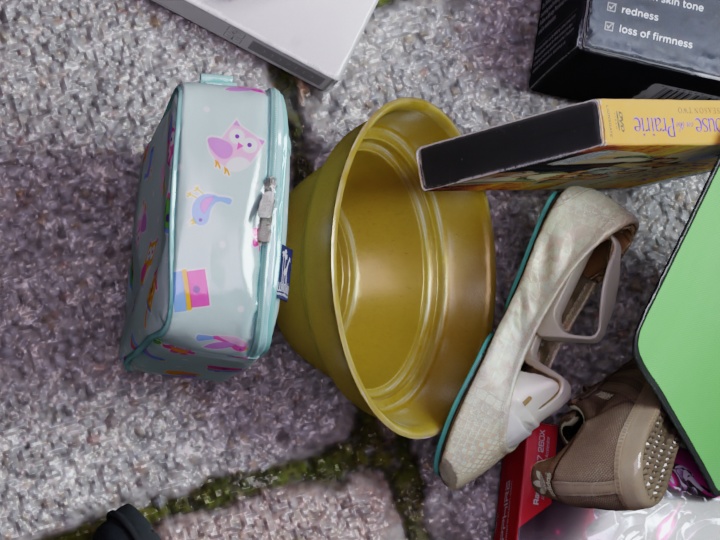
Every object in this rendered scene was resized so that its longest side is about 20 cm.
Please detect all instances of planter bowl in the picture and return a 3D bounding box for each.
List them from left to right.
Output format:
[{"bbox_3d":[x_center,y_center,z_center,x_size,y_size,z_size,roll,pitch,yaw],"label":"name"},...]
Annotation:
[{"bbox_3d":[0.000,0.000,1.591,0.083,0.200,0.202,-3,80,30],"label":"planter bowl"}]

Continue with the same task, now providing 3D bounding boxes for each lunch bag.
[{"bbox_3d":[-0.087,-0.024,1.537,0.077,0.200,0.161,8,78,-11],"label":"lunch bag"}]

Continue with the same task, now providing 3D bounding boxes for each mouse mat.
[{"bbox_3d":[0.218,0.025,1.578,0.008,0.200,0.161,15,66,33],"label":"mouse mat"}]

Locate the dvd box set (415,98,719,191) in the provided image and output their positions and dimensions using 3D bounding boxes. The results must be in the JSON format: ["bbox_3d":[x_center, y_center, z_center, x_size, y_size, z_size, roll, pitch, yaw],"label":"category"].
[{"bbox_3d":[0.153,-0.073,1.583,0.199,0.146,0.030,-3,83,-45],"label":"dvd box set"}]

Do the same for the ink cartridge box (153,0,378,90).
[{"bbox_3d":[-0.067,-0.235,1.653,0.199,0.045,0.177,27,78,-7],"label":"ink cartridge box"}]

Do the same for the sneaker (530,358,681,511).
[{"bbox_3d":[0.159,0.079,1.599,0.075,0.200,0.071,-3,110,22],"label":"sneaker"}]

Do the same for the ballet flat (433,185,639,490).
[{"bbox_3d":[0.107,0.045,1.594,0.062,0.067,0.201,22,86,23],"label":"ballet flat"}]

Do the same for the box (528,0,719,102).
[{"bbox_3d":[0.225,-0.198,1.669,0.199,0.124,0.198,12,79,-10],"label":"box"}]

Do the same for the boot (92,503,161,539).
[{"bbox_3d":[-0.167,0.255,1.541,0.167,0.076,0.201,-20,92,-18],"label":"boot"}]

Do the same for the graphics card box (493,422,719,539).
[{"bbox_3d":[0.182,0.171,1.637,0.199,0.051,0.126,12,71,-11],"label":"graphics card box"}]
